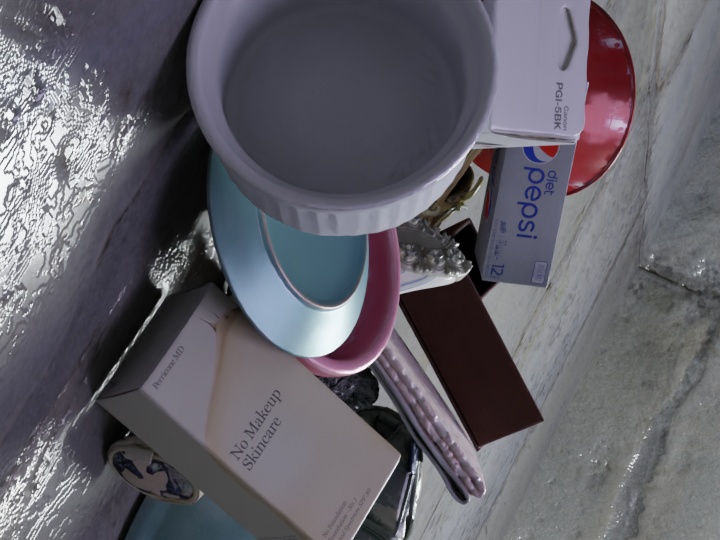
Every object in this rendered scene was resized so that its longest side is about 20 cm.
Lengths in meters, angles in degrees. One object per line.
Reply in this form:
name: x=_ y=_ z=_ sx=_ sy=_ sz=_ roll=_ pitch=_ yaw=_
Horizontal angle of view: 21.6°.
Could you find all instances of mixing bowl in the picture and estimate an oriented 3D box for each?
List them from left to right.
mixing bowl: x=0.147 y=-0.168 z=1.776 sx=0.108 sy=0.200 sz=0.200 roll=-2 pitch=118 yaw=-48

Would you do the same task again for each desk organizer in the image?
desk organizer: x=0.106 y=0.059 z=1.776 sx=0.077 sy=0.200 sz=0.072 roll=-25 pitch=-174 yaw=28

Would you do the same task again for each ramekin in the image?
ramekin: x=-0.012 y=-0.119 z=1.247 sx=0.201 sy=0.200 sz=0.098 roll=-62 pitch=172 yaw=-15

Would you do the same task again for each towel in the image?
towel: x=0.043 y=0.106 z=1.717 sx=0.032 sy=0.200 sz=0.191 roll=-33 pitch=-169 yaw=4

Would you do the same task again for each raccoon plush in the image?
raccoon plush: x=-0.078 y=0.115 z=1.656 sx=0.200 sy=0.097 sz=0.134 roll=24 pitch=104 yaw=-48

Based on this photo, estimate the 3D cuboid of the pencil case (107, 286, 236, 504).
pencil case: x=-0.113 y=0.088 z=1.438 sx=0.200 sy=0.078 sz=0.090 roll=-57 pitch=147 yaw=-31

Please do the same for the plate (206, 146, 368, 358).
plate: x=-0.041 y=-0.037 z=1.360 sx=0.200 sy=0.026 sz=0.200 roll=23 pitch=62 yaw=-53

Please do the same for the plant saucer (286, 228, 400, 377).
plant saucer: x=-0.041 y=-0.017 z=1.424 sx=0.200 sy=0.051 sz=0.201 roll=25 pitch=60 yaw=-53

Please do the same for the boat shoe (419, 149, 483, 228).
boat shoe: x=0.083 y=-0.091 z=1.706 sx=0.073 sy=0.063 sz=0.200 roll=-60 pitch=171 yaw=-32

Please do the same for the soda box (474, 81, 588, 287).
soda box: x=0.151 y=-0.090 z=1.689 sx=0.068 sy=0.063 sz=0.200 roll=-97 pitch=-165 yaw=-67

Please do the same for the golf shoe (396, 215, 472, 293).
golf shoe: x=0.000 y=0.000 z=1.610 sx=0.200 sy=0.078 sz=0.097 roll=4 pitch=132 yaw=-36

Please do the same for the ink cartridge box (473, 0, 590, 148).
ink cartridge box: x=0.071 y=-0.164 z=1.377 sx=0.083 sy=0.200 sz=0.147 roll=3 pitch=90 yaw=-32

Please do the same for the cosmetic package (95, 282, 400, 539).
cosmetic package: x=-0.078 y=0.113 z=1.361 sx=0.073 sy=0.200 sz=0.104 roll=-14 pitch=-142 yaw=54

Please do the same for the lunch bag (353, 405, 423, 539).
lunch bag: x=-0.012 y=0.219 z=1.810 sx=0.168 sy=0.139 sz=0.200 roll=-61 pitch=176 yaw=-13

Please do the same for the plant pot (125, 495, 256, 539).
plant pot: x=-0.101 y=0.241 z=1.584 sx=0.200 sy=0.134 sz=0.200 roll=-57 pitch=163 yaw=-29
